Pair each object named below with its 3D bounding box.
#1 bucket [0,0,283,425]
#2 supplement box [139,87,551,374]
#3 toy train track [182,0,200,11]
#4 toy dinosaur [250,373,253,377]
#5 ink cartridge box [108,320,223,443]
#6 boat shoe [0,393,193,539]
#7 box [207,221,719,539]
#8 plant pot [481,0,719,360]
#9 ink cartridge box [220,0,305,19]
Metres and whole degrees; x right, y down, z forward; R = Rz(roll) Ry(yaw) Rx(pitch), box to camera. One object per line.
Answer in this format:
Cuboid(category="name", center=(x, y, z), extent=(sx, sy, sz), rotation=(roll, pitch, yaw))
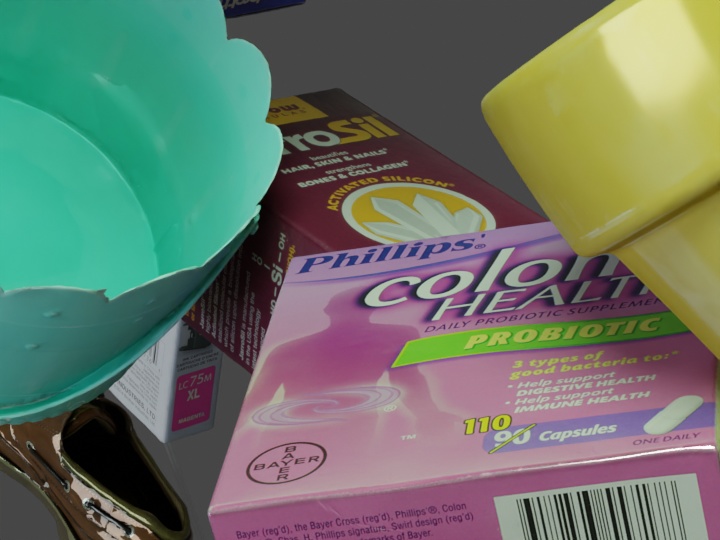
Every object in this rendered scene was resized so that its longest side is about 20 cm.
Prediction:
Cuboid(category="bucket", center=(-0.148, -0.042, 1.174), extent=(0.207, 0.207, 0.135), rotation=(61, 147, 21))
Cuboid(category="supplement box", center=(0.000, 0.000, 1.239), extent=(0.200, 0.110, 0.086), rotation=(35, 128, 44))
Cuboid(category="toy train track", center=(-0.095, -0.202, 1.244), extent=(0.200, 0.033, 0.115), rotation=(65, 152, 25))
Cuboid(category="toy dinosaur", center=(-0.034, 0.086, 1.385), extent=(0.106, 0.060, 0.200), rotation=(-130, 41, -71))
Cuboid(category="ink cartridge box", center=(-0.111, -0.024, 1.454), extent=(0.119, 0.042, 0.200), rotation=(39, 135, 40))
Cuboid(category="boat shoe", center=(-0.154, 0.093, 1.543), extent=(0.200, 0.072, 0.068), rotation=(47, 134, 22))
Cuboid(category="box", center=(0.054, 0.067, 1.029), extent=(0.176, 0.200, 0.097), rotation=(-8, 114, 12))
Cuboid(category="plant pot", center=(0.172, -0.032, 0.924), extent=(0.189, 0.201, 0.201), rotation=(56, 145, 0))
Cuboid(category="ink cartridge box", center=(-0.074, -0.208, 1.300), extent=(0.136, 0.076, 0.200), rotation=(50, 137, 34))
